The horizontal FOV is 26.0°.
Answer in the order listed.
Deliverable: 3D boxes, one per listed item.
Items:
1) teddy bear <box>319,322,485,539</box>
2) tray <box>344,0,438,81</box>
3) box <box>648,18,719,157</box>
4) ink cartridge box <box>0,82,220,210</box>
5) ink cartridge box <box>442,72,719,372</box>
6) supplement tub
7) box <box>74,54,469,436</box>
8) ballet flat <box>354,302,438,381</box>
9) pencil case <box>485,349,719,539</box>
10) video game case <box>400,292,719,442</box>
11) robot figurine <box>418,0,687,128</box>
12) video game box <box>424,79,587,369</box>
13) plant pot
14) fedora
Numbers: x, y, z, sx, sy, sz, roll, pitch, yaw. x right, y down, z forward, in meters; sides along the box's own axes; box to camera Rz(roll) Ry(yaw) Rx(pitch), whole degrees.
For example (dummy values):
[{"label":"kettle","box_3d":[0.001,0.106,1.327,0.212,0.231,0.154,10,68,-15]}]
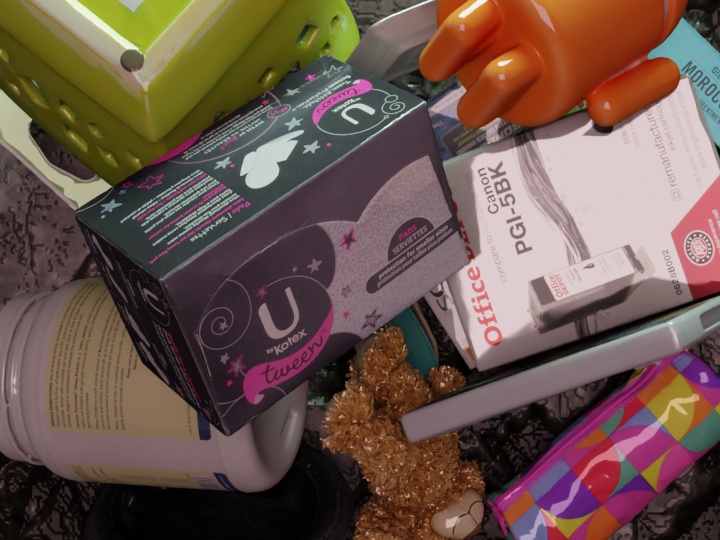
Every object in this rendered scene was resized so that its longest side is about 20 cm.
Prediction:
[{"label":"teddy bear","box_3d":[0.037,0.130,1.089,0.066,0.145,0.201,-1,119,31]},{"label":"tray","box_3d":[0.082,-0.176,1.088,0.199,0.107,0.022,-24,85,-20]},{"label":"box","box_3d":[0.239,-0.132,1.125,0.200,0.082,0.049,45,94,3]},{"label":"ink cartridge box","box_3d":[-0.170,-0.144,1.167,0.145,0.048,0.200,41,92,3]},{"label":"ink cartridge box","box_3d":[0.150,-0.031,1.062,0.199,0.083,0.148,-20,91,10]},{"label":"supplement tub","box_3d":[-0.149,0.079,1.102,0.199,0.145,0.146,1,90,18]},{"label":"box","box_3d":[-0.049,-0.018,0.966,0.200,0.115,0.133,-34,128,-20]},{"label":"ballet flat","box_3d":[0.000,0.000,1.122,0.069,0.070,0.201,-17,113,3]},{"label":"pencil case","box_3d":[0.182,0.132,1.128,0.200,0.088,0.088,-45,87,1]},{"label":"video game case","box_3d":[0.150,0.060,1.040,0.199,0.182,0.023,-22,87,30]},{"label":"robot figurine","box_3d":[0.128,-0.170,0.991,0.200,0.117,0.144,-35,45,-28]},{"label":"video game box","box_3d":[0.113,-0.057,1.131,0.199,0.047,0.183,-34,90,10]},{"label":"plant pot","box_3d":[-0.134,-0.173,1.033,0.199,0.182,0.200,38,79,11]},{"label":"fedora","box_3d":[-0.096,0.201,1.122,0.199,0.201,0.092,-9,123,3]}]
